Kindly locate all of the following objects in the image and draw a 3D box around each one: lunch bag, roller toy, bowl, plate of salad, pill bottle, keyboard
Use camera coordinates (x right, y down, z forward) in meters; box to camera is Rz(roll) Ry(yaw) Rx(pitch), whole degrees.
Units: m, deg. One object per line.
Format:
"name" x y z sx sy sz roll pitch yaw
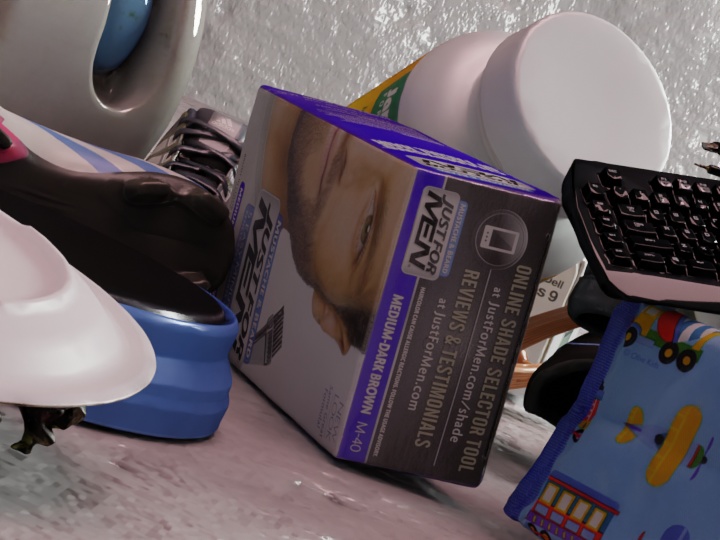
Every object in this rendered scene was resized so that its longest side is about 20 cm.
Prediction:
"lunch bag" 0.174 0.108 0.882 0.150 0.094 0.200 25 -8 45
"roller toy" -0.165 -0.117 1.116 0.140 0.200 0.183 18 37 -44
"bowl" -0.132 -0.002 0.830 0.200 0.039 0.201 23 5 -2
"plate of salad" -0.150 -0.001 0.657 0.200 0.048 0.200 22 11 -4
"pill bottle" 0.043 -0.038 1.107 0.113 0.113 0.200 20 -27 -27
"keyboard" 0.166 -0.020 0.905 0.199 0.040 0.104 8 34 -23

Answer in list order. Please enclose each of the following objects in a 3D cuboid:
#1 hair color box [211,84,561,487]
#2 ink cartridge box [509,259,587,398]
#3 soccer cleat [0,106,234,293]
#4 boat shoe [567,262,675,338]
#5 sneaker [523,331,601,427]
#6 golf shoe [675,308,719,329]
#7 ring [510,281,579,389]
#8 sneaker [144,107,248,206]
"hair color box" 0.000 0.000 0.966 0.065 0.110 0.200 13 7 -22
"ink cartridge box" 0.051 0.000 1.385 0.146 0.084 0.200 23 5 8
"soccer cleat" -0.146 -0.030 0.988 0.200 0.070 0.086 23 -12 -27
"boat shoe" 0.166 0.053 0.993 0.199 0.066 0.075 41 -16 8
"sneaker" 0.156 0.091 1.050 0.200 0.070 0.078 35 36 33
"golf shoe" 0.204 0.046 0.915 0.200 0.077 0.088 38 -4 3
"ring" 0.129 0.022 1.174 0.200 0.019 0.200 -13 -12 -3
"sneaker" -0.084 -0.037 1.185 0.074 0.081 0.200 22 5 -2
